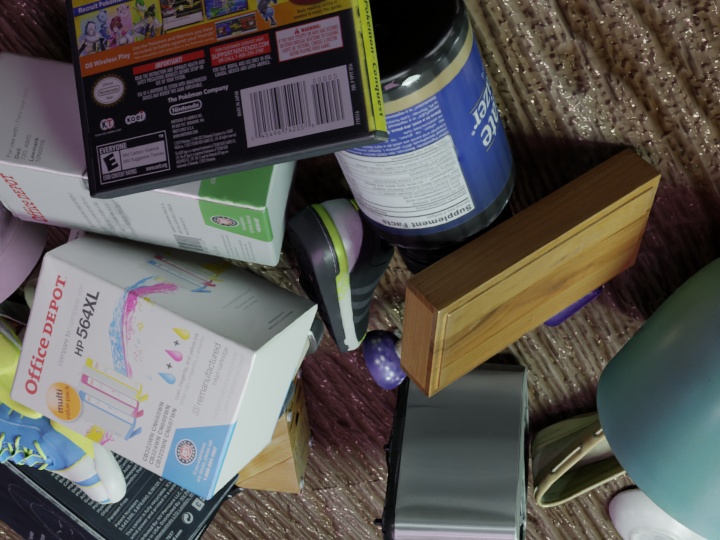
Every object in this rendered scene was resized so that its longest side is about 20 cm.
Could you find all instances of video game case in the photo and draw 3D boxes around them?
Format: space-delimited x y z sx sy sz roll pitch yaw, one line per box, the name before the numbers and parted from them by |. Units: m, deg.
video game case | -0.088 -0.149 0.783 0.199 0.182 0.025 -9 177 25

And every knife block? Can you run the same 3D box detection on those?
knife block | -0.138 0.151 1.231 0.175 0.064 0.200 5 141 8

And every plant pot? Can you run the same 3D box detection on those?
plant pot | 0.295 0.074 0.932 0.200 0.201 0.161 19 128 -9

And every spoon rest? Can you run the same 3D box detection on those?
spoon rest | 0.337 0.253 1.250 0.199 0.061 0.100 14 142 19

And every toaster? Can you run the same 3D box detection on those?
toaster | 0.083 0.183 1.125 0.118 0.181 0.200 0 141 10

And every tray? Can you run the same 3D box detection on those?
tray | 0.117 0.001 0.898 0.037 0.200 0.099 46 153 30

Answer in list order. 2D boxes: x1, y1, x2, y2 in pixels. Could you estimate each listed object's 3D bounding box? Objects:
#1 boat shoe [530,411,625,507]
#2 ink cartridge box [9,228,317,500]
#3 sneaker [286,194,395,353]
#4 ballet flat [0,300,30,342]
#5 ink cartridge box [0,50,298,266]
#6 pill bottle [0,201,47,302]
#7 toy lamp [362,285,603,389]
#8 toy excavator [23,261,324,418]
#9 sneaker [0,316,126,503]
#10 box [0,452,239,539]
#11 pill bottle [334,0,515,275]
boat shoe | 0.232 0.147 1.124 0.200 0.063 0.073 -27 126 32
ink cartridge box | -0.158 0.056 0.981 0.199 0.125 0.129 24 111 11
sneaker | 0.000 0.000 1.004 0.083 0.072 0.200 -28 159 -9
ballet flat | -0.323 0.055 1.162 0.199 0.064 0.067 24 140 -16
ink cartridge box | -0.150 -0.074 0.907 0.199 0.085 0.146 11 166 2
pill bottle | -0.341 -0.062 0.985 0.114 0.115 0.200 -19 132 32
toy lamp | 0.095 0.037 1.026 0.199 0.058 0.058 -24 130 26
toy excavator | -0.160 0.042 1.098 0.194 0.100 0.200 -25 115 38
sneaker | -0.276 0.129 1.029 0.200 0.105 0.076 45 162 19
box | -0.233 0.193 1.161 0.196 0.124 0.200 37 151 2
pill bottle | 0.039 -0.086 0.858 0.111 0.112 0.200 -5 139 20
